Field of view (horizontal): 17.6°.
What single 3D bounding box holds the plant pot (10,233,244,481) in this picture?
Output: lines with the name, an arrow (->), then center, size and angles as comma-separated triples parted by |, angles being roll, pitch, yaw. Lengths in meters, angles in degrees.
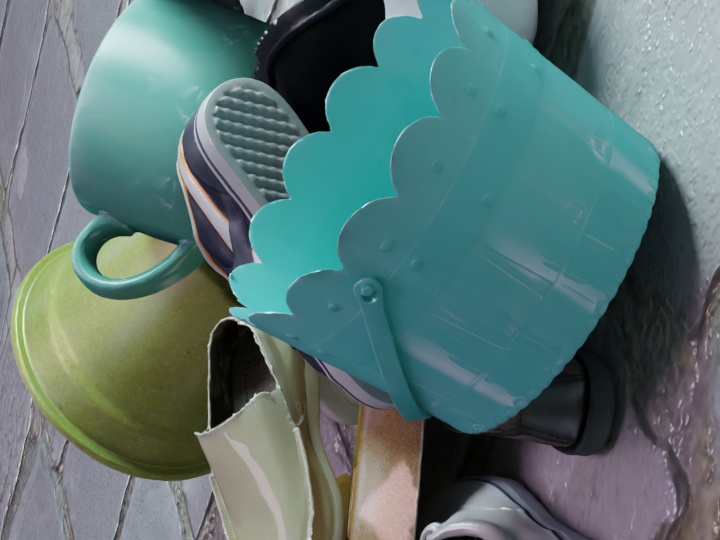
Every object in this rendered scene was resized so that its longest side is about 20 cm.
plant pot -> -0.115, 0.017, 1.620 | 0.184, 0.200, 0.200 | -45, 41, 43

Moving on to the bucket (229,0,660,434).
bucket -> 0.042, -0.026, 1.153 | 0.207, 0.135, 0.207 | -52, 15, 20

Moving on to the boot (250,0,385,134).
boot -> 0.012, -0.069, 1.309 | 0.168, 0.076, 0.200 | 52, 161, 6

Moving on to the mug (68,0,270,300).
mug -> -0.100, -0.075, 1.474 | 0.152, 0.114, 0.185 | -36, -38, -60

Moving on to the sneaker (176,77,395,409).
sneaker -> -0.032, -0.008, 1.284 | 0.200, 0.078, 0.079 | 60, 150, 6

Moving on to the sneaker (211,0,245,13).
sneaker -> -0.101, -0.154, 1.782 | 0.112, 0.073, 0.200 | 164, 102, -65

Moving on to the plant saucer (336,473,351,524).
plant saucer -> -0.051, 0.258, 1.458 | 0.200, 0.048, 0.200 | -52, 39, 32

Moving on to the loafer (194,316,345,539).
loafer -> -0.061, 0.111, 1.376 | 0.076, 0.068, 0.200 | -33, 49, 29

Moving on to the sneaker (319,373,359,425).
sneaker -> 0.000, 0.000, 1.439 | 0.100, 0.075, 0.200 | 7, 102, 49

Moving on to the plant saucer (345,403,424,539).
plant saucer -> 0.011, 0.136, 1.333 | 0.200, 0.035, 0.200 | -175, 90, -89

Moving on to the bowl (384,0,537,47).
bowl -> 0.044, -0.182, 1.293 | 0.201, 0.090, 0.201 | 59, 172, 13

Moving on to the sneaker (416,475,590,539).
sneaker -> 0.062, 0.148, 1.229 | 0.200, 0.071, 0.073 | -173, 89, -70

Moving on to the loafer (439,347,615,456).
loafer -> 0.069, 0.058, 1.247 | 0.200, 0.063, 0.072 | -171, 86, -70
